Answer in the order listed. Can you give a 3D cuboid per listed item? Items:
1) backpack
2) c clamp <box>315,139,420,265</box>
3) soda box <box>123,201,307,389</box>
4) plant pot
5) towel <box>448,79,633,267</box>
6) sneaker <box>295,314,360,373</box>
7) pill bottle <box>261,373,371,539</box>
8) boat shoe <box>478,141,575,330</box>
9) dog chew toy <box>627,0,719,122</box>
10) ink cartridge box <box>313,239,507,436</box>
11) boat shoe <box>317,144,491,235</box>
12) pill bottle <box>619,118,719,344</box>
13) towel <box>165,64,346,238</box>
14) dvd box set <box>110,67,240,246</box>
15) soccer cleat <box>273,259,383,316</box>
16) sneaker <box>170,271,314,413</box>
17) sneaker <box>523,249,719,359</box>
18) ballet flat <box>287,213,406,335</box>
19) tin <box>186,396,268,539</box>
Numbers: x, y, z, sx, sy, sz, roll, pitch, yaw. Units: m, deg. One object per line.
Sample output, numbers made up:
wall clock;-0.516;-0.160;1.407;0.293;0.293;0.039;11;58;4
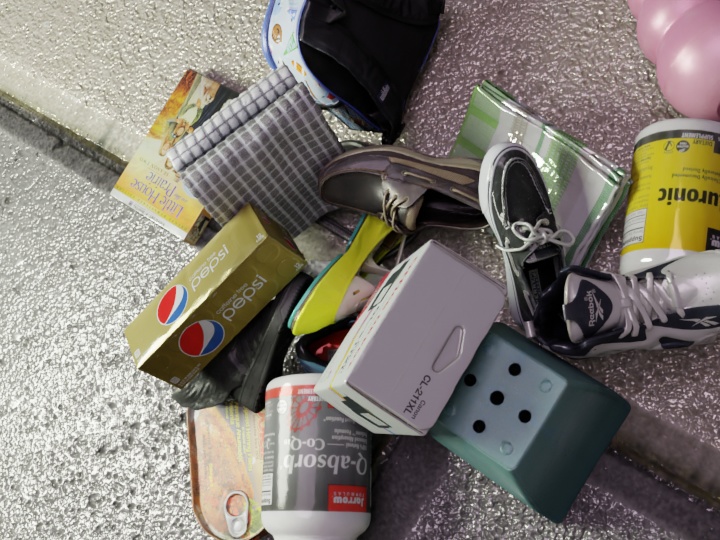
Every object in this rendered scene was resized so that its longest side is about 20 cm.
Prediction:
backpack;-0.019;-0.272;1.024;0.153;0.190;0.202;11;78;40
c clamp;-0.015;-0.069;1.055;0.199;0.027;0.172;26;80;28
soda box;-0.154;0.028;0.934;0.200;0.068;0.064;-45;45;9
plant pot;0.147;0.132;0.828;0.141;0.200;0.142;32;87;27
towel;0.172;-0.088;0.937;0.200;0.031;0.150;41;127;27
sneaker;0.021;0.083;0.953;0.198;0.090;0.079;-13;70;14
pill bottle;-0.045;0.216;0.925;0.115;0.116;0.202;-6;72;20
boat shoe;0.169;-0.027;0.877;0.073;0.068;0.201;-12;102;-15
dog chew toy;0.345;-0.249;0.916;0.124;0.125;0.201;-29;57;11
ink cartridge box;0.038;0.067;0.813;0.082;0.200;0.146;33;76;-3
boat shoe;0.051;-0.081;0.924;0.198;0.075;0.074;2;44;7
pill bottle;0.312;-0.035;0.863;0.110;0.111;0.202;5;77;23
towel;-0.093;-0.105;0.971;0.165;0.200;0.086;-39;59;-1
dvd box set;-0.221;-0.150;1.155;0.146;0.029;0.201;30;86;26
soccer cleat;-0.058;0.019;1.007;0.198;0.085;0.069;1;74;22
sneaker;-0.130;0.077;0.977;0.104;0.060;0.201;27;105;20
sneaker;0.229;0.031;0.761;0.198;0.129;0.080;-13;80;37
ballet flat;0.000;0.000;0.949;0.067;0.067;0.201;29;58;9
tin;-0.138;0.206;1.009;0.111;0.042;0.202;-15;68;21
